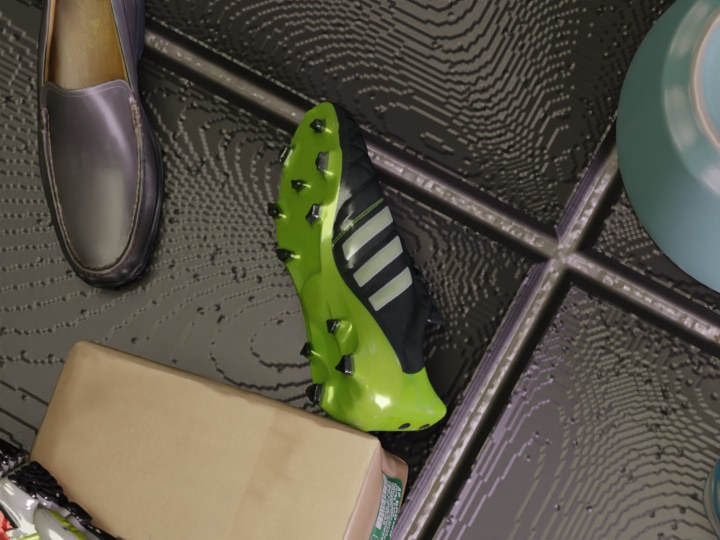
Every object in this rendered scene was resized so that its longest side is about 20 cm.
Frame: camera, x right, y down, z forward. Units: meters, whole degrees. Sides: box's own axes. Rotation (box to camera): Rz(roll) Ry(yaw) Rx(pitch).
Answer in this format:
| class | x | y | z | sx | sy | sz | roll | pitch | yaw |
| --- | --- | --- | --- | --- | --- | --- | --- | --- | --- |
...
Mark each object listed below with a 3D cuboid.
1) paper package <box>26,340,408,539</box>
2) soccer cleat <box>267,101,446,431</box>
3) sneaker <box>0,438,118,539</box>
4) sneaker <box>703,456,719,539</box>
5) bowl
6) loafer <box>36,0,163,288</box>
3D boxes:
| class | x | y | z | sx | sy | sz | roll | pitch | yaw |
| --- | --- | --- | --- | --- | --- | --- | --- | --- | --- |
| paper package | -0.093 | 0.162 | 1.206 | 0.189 | 0.103 | 0.201 | 18 | 81 | 12 |
| soccer cleat | 0.000 | 0.000 | 1.248 | 0.067 | 0.081 | 0.201 | -37 | 50 | 40 |
| sneaker | -0.182 | 0.143 | 1.136 | 0.200 | 0.077 | 0.085 | 41 | 93 | 15 |
| sneaker | 0.251 | 0.171 | 1.159 | 0.076 | 0.081 | 0.200 | -43 | 77 | -3 |
| bowl | 0.232 | -0.088 | 1.203 | 0.199 | 0.105 | 0.202 | -2 | 78 | 10 |
| loafer | -0.156 | -0.091 | 1.284 | 0.072 | 0.072 | 0.201 | -9 | 78 | 6 |
